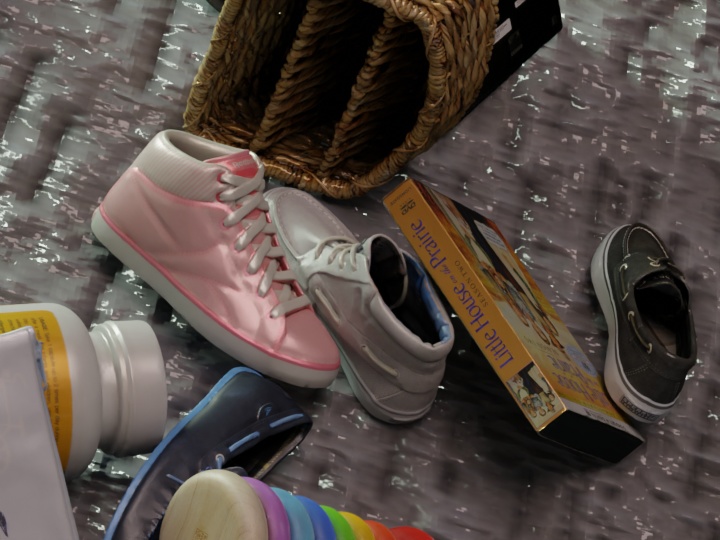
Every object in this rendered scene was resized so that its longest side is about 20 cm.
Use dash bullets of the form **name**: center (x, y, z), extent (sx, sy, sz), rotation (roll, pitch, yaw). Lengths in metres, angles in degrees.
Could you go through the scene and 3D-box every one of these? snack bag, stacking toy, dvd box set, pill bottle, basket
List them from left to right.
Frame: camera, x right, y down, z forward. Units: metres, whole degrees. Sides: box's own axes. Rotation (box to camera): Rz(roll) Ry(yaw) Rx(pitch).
- **snack bag**: center (-0.256, 0.145, 1.489), extent (0.199, 0.021, 0.189), rotation (-14, 95, -22)
- **pill bottle**: center (-0.225, 0.078, 1.574), extent (0.199, 0.113, 0.113), rotation (-3, 54, -23)
- **stacking toy**: center (-0.023, 0.172, 1.567), extent (0.200, 0.085, 0.086), rotation (12, 44, -44)
- **basket**: center (-0.010, -0.137, 1.772), extent (0.143, 0.200, 0.149), rotation (45, 49, 16)
- **dvd box set**: center (0.103, 0.035, 1.732), extent (0.200, 0.029, 0.146), rotation (57, 15, 26)

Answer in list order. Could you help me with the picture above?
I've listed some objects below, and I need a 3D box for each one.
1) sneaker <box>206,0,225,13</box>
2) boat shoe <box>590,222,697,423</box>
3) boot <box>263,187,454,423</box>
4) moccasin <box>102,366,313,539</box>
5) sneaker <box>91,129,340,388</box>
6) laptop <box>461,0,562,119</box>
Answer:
- **sneaker**: center (-0.047, -0.229, 1.910), extent (0.199, 0.084, 0.121), rotation (11, 49, -11)
- **boat shoe**: center (0.204, 0.025, 1.793), extent (0.068, 0.057, 0.200), rotation (24, 34, -15)
- **boot**: center (0.000, 0.000, 1.733), extent (0.073, 0.096, 0.200), rotation (-20, 62, -32)
- **moccasin**: center (-0.092, 0.131, 1.600), extent (0.068, 0.081, 0.200), rotation (26, 49, 12)
- **sneaker**: center (-0.079, -0.015, 1.701), extent (0.200, 0.105, 0.075), rotation (39, 21, 14)
- **laptop**: center (0.050, -0.233, 1.930), extent (0.103, 0.201, 0.177), rotation (10, 38, 37)
